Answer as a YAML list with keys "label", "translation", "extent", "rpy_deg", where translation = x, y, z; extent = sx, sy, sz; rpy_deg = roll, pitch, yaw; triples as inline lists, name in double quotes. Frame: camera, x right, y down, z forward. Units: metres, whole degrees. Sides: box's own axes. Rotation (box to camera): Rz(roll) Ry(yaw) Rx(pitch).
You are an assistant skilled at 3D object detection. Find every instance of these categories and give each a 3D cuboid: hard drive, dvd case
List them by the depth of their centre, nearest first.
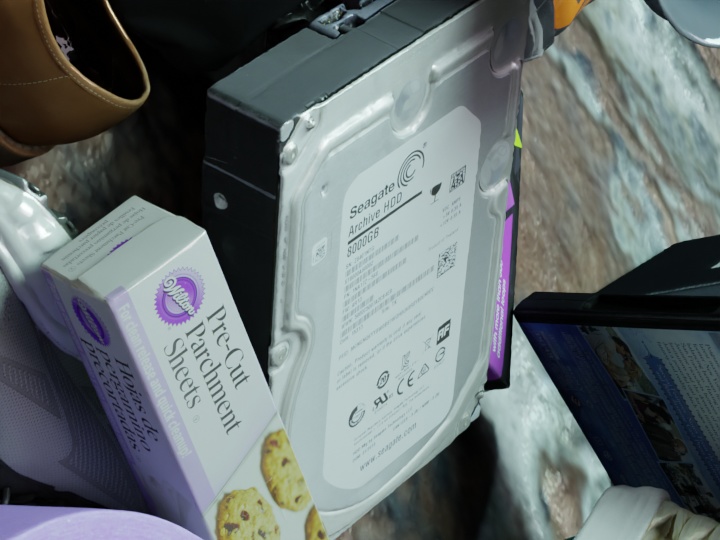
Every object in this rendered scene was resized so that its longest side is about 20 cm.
- label: "hard drive"
  translation: [0.000, 0.000, 0.962]
  extent: [0.140, 0.038, 0.201]
  rpy_deg: [-35, 141, -42]
- label: "dvd case"
  translation: [0.146, 0.070, 1.066]
  extent: [0.018, 0.200, 0.143]
  rpy_deg: [-37, 106, -22]

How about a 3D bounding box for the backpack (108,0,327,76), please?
- label: "backpack"
  translation: [-0.034, -0.196, 0.976]
  extent: [0.154, 0.163, 0.201]
  rpy_deg: [40, 37, -18]

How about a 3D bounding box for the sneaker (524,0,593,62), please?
- label: "sneaker"
  translation: [0.088, -0.144, 1.123]
  extent: [0.078, 0.112, 0.200]
  rpy_deg: [58, 5, -6]

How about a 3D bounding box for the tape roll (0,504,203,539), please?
- label: "tape roll"
  translation: [-0.098, 0.170, 0.812]
  extent: [0.199, 0.065, 0.202]
  rpy_deg: [4, 85, -51]

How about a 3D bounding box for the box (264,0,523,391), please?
- label: "box"
  translation: [0.016, -0.058, 1.081]
  extent: [0.200, 0.036, 0.144]
  rpy_deg: [49, 39, -54]

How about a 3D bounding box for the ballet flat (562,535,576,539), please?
- label: "ballet flat"
  translation: [0.069, 0.152, 1.113]
  extent: [0.200, 0.070, 0.066]
  rpy_deg: [-9, 95, -56]

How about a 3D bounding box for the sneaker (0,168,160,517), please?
- label: "sneaker"
  translation: [-0.099, 0.049, 0.886]
  extent: [0.080, 0.074, 0.200]
  rpy_deg: [-55, 133, -20]

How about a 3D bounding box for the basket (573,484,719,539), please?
- label: "basket"
  translation: [0.130, 0.203, 1.064]
  extent: [0.136, 0.123, 0.201]
  rpy_deg: [-53, 147, -35]

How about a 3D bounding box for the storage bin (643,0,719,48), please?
- label: "storage bin"
  translation: [0.095, -0.188, 0.920]
  extent: [0.145, 0.134, 0.201]
  rpy_deg: [-23, 113, -18]

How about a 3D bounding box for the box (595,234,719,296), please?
- label: "box"
  translation: [0.226, 0.080, 1.257]
  extent: [0.124, 0.199, 0.198]
  rpy_deg: [-28, 104, -55]

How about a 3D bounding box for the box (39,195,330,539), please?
- label: "box"
  translation: [-0.042, 0.070, 0.869]
  extent: [0.041, 0.039, 0.201]
  rpy_deg: [-37, 128, -24]

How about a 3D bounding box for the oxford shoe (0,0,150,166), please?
- label: "oxford shoe"
  translation: [-0.129, -0.126, 0.880]
  extent: [0.201, 0.071, 0.071]
  rpy_deg: [58, 39, -28]
